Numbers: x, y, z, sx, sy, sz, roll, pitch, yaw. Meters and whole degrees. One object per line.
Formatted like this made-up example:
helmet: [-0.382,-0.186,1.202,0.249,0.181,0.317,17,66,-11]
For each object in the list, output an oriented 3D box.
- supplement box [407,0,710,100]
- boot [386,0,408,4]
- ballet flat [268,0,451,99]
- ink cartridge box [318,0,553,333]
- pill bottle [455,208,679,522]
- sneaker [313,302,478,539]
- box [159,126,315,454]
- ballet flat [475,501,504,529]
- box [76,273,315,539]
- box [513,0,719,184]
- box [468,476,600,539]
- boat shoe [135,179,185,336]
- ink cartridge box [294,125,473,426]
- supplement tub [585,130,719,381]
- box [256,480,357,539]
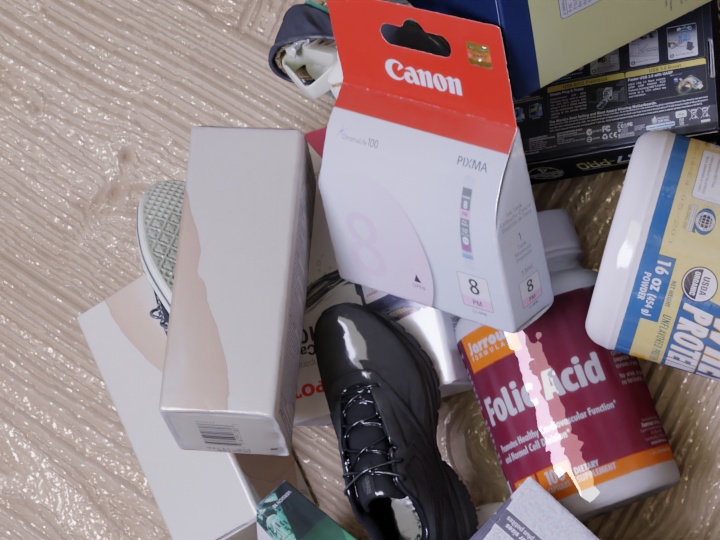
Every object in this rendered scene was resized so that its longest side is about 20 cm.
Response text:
supplement box: [0.123,-0.248,1.447,0.199,0.135,0.200,-27,44,-14]
boot: [-0.009,-0.282,1.616,0.181,0.072,0.202,-13,75,25]
ballet flat: [-0.004,-0.145,1.590,0.200,0.073,0.074,21,99,54]
ink cartridge box: [0.036,-0.069,1.448,0.162,0.057,0.201,18,136,42]
pill bottle: [0.131,0.068,1.529,0.114,0.114,0.201,-25,79,23]
sneaker: [0.018,0.117,1.513,0.076,0.091,0.201,-25,88,25]
box: [-0.079,0.013,1.505,0.077,0.095,0.202,3,68,6]
ballet flat: [0.109,0.200,1.574,0.199,0.074,0.075,21,98,23]
box: [-0.121,0.105,1.665,0.077,0.095,0.201,-31,77,23]
box: [0.153,-0.147,1.543,0.199,0.049,0.163,-10,72,25]
box: [0.130,0.254,1.432,0.200,0.115,0.132,43,65,9]
boat shoe: [-0.114,0.026,1.605,0.201,0.074,0.062,66,152,24]
ink cartridge box: [0.000,0.000,1.612,0.144,0.084,0.202,-16,83,25]
supplement tub: [0.255,0.003,1.435,0.198,0.145,0.146,16,96,7]
box: [0.010,0.249,1.577,0.200,0.145,0.036,36,64,22]
